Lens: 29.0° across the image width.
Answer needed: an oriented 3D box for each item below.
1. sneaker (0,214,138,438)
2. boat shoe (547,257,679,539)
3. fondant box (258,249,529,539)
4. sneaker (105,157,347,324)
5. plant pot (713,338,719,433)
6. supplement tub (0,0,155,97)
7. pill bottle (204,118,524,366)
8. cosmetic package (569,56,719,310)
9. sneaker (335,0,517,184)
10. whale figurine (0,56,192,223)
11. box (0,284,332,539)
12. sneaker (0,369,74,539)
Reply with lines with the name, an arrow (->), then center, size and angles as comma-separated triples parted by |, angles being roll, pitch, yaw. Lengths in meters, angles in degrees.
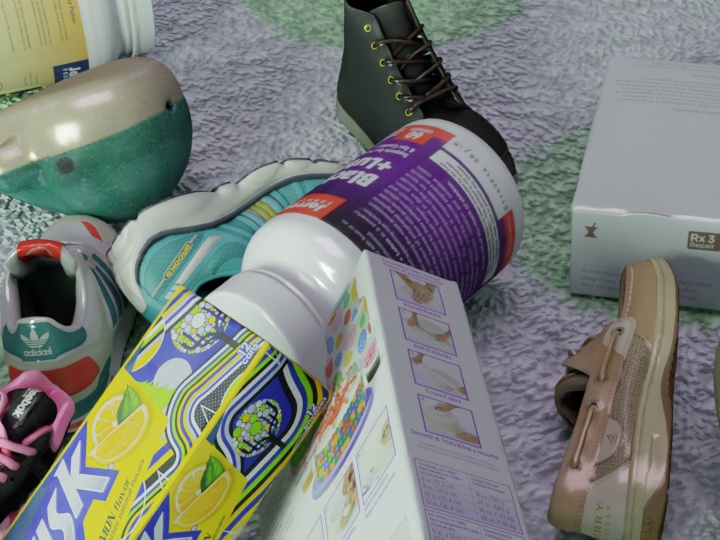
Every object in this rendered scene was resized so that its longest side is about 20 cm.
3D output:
sneaker -> -0.178, 0.006, 0.849 | 0.069, 0.094, 0.201 | -4, 36, -1
boat shoe -> 0.139, 0.061, 0.763 | 0.064, 0.072, 0.201 | 5, 38, 11
fondant box -> 0.007, 0.109, 0.641 | 0.058, 0.145, 0.201 | 17, 31, -20
sneaker -> -0.071, -0.014, 0.901 | 0.199, 0.078, 0.080 | -25, 77, -38
plant pot -> 0.248, 0.074, 0.656 | 0.198, 0.202, 0.174 | -6, 20, -3
supplement tub -> -0.275, -0.216, 1.121 | 0.198, 0.146, 0.145 | -14, 37, -14
pill bottle -> 0.000, 0.000, 0.825 | 0.111, 0.112, 0.200 | 23, 43, 32
cosmetic package -> 0.201, -0.064, 0.929 | 0.101, 0.075, 0.201 | 7, 39, 15
sneaker -> 0.039, -0.129, 1.003 | 0.074, 0.107, 0.200 | -23, 40, -25
whale figurine -> -0.208, -0.077, 0.984 | 0.198, 0.105, 0.159 | -15, 17, 25
box -> -0.104, 0.113, 0.638 | 0.070, 0.064, 0.201 | 29, 82, 38
sneaker -> -0.187, 0.095, 0.663 | 0.079, 0.096, 0.200 | 42, 8, -4
